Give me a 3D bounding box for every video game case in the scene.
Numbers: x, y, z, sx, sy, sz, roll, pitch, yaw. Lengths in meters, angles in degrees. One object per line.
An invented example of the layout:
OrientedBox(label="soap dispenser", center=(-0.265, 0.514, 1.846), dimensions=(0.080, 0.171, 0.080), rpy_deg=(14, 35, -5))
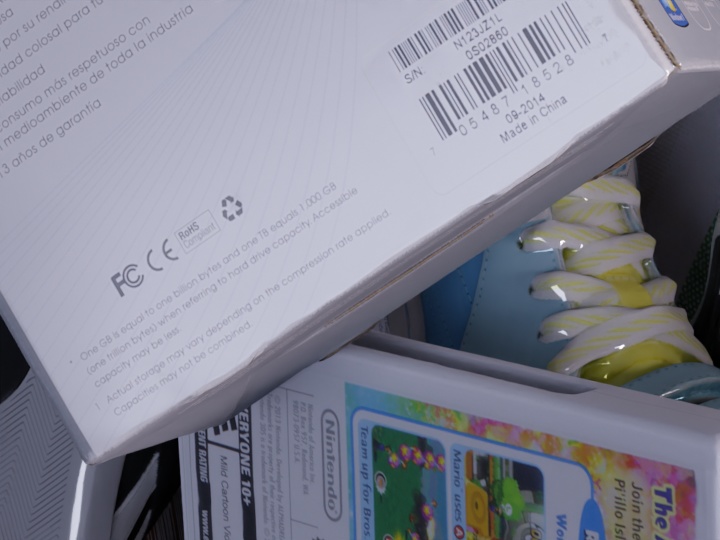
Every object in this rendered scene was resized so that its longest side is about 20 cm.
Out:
OrientedBox(label="video game case", center=(0.025, 0.117, 0.657), dimensions=(0.182, 0.024, 0.201), rpy_deg=(12, 109, 47))

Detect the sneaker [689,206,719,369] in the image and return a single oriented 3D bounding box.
OrientedBox(label="sneaker", center=(0.122, 0.042, 0.736), dimensions=(0.200, 0.090, 0.078), rpy_deg=(-62, 39, 24))

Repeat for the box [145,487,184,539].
OrientedBox(label="box", center=(-0.152, 0.092, 0.884), dimensions=(0.199, 0.100, 0.075), rpy_deg=(-2, 104, 26))

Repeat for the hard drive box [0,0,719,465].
OrientedBox(label="hard drive box", center=(-0.035, -0.085, 0.610), dimensions=(0.156, 0.077, 0.200), rpy_deg=(-33, 83, 20))

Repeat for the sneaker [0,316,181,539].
OrientedBox(label="sneaker", center=(-0.062, 0.052, 0.763), dimensions=(0.073, 0.112, 0.200), rpy_deg=(35, 112, 28))

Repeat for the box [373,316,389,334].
OrientedBox(label="box", center=(0.000, 0.000, 0.799), dimensions=(0.110, 0.035, 0.201), rpy_deg=(10, 116, 29))

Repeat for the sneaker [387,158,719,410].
OrientedBox(label="sneaker", center=(0.064, 0.015, 0.680), dimensions=(0.130, 0.079, 0.201), rpy_deg=(7, 98, 58))

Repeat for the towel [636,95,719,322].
OrientedBox(label="towel", center=(0.042, -0.079, 0.779), dimensions=(0.200, 0.031, 0.150), rpy_deg=(28, 114, 17))
